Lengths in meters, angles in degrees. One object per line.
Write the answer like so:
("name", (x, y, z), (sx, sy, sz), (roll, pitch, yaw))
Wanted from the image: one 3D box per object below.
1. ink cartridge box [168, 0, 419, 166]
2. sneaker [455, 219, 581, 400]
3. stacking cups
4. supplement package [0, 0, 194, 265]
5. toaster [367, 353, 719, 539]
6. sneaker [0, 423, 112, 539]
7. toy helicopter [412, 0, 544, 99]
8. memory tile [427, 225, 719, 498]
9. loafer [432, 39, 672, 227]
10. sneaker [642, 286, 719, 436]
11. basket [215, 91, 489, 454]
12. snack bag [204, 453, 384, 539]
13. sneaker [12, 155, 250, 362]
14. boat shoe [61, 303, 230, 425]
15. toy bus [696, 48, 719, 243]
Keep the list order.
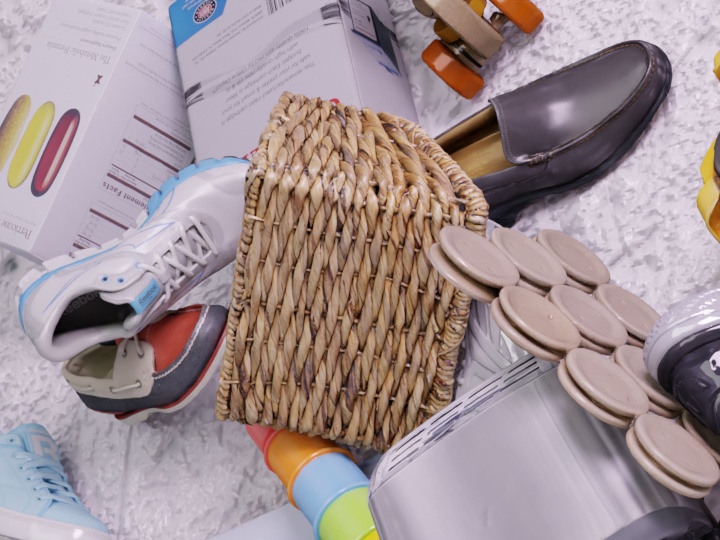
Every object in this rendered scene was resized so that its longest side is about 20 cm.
("ink cartridge box", (-0.049, -0.138, 1.293), (0.146, 0.086, 0.200), (-30, 55, 25))
("sneaker", (0.086, 0.052, 1.103), (0.099, 0.078, 0.200), (-41, 49, 21))
("stacking cups", (-0.011, 0.143, 1.133), (0.061, 0.060, 0.200), (-50, 42, 9))
("supplement package", (-0.207, -0.096, 1.385), (0.114, 0.109, 0.200), (17, 81, 43))
("toaster", (0.099, 0.129, 0.966), (0.200, 0.114, 0.129), (-37, 61, 16))
("sneaker", (-0.248, 0.155, 1.326), (0.200, 0.074, 0.082), (16, 83, 41))
("toy helicopter", (0.028, -0.215, 1.235), (0.079, 0.132, 0.200), (-47, 48, 12))
("memory tile", (0.135, 0.045, 0.952), (0.200, 0.153, 0.017), (46, 116, 26))
("loafer", (0.108, -0.086, 1.150), (0.200, 0.072, 0.073), (-37, 50, 19))
("sneaker", (0.253, 0.055, 0.916), (0.200, 0.076, 0.114), (-12, 53, -14))
("basket", (0.000, 0.000, 1.138), (0.143, 0.149, 0.200), (-74, -6, -61))
("snack bag", (-0.031, 0.232, 1.149), (0.188, 0.021, 0.200), (-28, 51, 25))
("sneaker", (-0.136, 0.001, 1.188), (0.200, 0.075, 0.087), (-35, 26, -1))
("boat shoe", (-0.148, 0.059, 1.246), (0.200, 0.063, 0.071), (-28, 31, 57))
("toy bus", (0.265, -0.107, 1.005), (0.200, 0.136, 0.192), (-46, 35, 16))
